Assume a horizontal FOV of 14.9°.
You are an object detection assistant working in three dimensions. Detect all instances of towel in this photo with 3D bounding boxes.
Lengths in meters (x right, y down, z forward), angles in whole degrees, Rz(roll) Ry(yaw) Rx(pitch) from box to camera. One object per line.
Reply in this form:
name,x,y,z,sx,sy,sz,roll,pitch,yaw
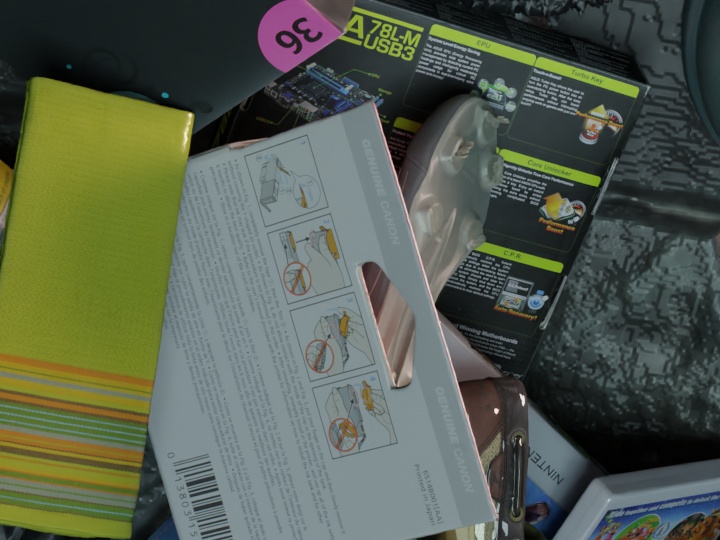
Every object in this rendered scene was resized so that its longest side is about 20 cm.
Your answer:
towel,-0.128,0.018,1.235,0.086,0.018,0.200,12,82,-31

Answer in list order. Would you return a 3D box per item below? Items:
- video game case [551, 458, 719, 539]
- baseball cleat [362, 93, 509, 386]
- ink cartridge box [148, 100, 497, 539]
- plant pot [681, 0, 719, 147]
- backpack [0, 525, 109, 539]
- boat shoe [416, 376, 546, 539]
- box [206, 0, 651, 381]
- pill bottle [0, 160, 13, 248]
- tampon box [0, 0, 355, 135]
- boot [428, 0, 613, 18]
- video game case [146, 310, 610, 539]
video game case,0.124,0.184,1.496,0.143,0.018,0.200,-3,132,-48
baseball cleat,0.000,0.000,1.354,0.070,0.106,0.200,42,63,-50
ink cartridge box,-0.027,0.036,1.281,0.176,0.045,0.200,-16,90,32
plant pot,0.271,-0.099,1.370,0.200,0.134,0.201,-2,116,-5
backpack,-0.243,0.080,1.274,0.200,0.154,0.191,-29,122,4
boat shoe,0.065,0.145,1.391,0.066,0.072,0.201,-12,116,-12
box,0.021,-0.047,1.415,0.200,0.048,0.193,15,111,-14
pill bottle,-0.245,-0.040,1.350,0.111,0.111,0.200,-42,114,14
tampon box,-0.112,-0.175,1.266,0.200,0.126,0.150,41,130,-22
boot,0.047,-0.203,1.333,0.198,0.073,0.163,-6,122,-2
video game case,0.015,0.134,1.435,0.200,0.045,0.181,-45,123,3
